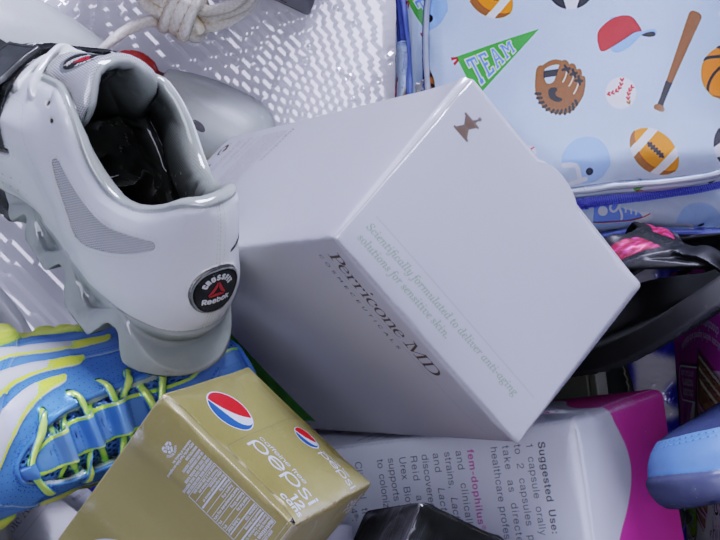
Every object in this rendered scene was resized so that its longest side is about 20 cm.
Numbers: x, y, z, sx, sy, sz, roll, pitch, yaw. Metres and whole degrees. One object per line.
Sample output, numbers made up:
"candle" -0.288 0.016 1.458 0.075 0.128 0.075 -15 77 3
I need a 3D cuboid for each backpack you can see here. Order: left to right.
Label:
"backpack" 0.094 -0.100 0.817 0.199 0.154 0.192 -5 78 1

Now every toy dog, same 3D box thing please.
"toy dog" -0.140 -0.075 0.822 0.199 0.132 0.097 8 51 6

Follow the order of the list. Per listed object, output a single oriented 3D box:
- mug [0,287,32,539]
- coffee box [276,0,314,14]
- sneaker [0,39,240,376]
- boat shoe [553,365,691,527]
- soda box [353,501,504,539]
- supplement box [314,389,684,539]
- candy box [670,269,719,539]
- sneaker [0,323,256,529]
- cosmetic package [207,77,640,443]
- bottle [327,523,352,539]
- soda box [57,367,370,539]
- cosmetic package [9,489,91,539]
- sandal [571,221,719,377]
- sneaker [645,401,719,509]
"mug" -0.205 0.073 0.741 0.176 0.147 0.200 49 56 -11
"coffee box" -0.033 -0.232 0.846 0.113 0.080 0.201 24 88 0
"sneaker" -0.108 -0.058 0.708 0.074 0.089 0.200 -24 55 -41
"boat shoe" 0.116 0.120 0.847 0.066 0.074 0.201 3 73 -26
"soda box" 0.000 0.183 0.648 0.063 0.071 0.201 26 74 -11
"supplement box" 0.024 0.112 0.785 0.199 0.101 0.104 -11 88 29
"candy box" 0.178 0.095 0.813 0.061 0.136 0.201 -4 88 -2
"sneaker" -0.100 0.045 0.701 0.105 0.200 0.076 -17 89 16
"cosmetic package" 0.000 0.000 0.742 0.108 0.200 0.085 48 68 -17
"bottle" -0.023 0.196 0.712 0.083 0.065 0.201 1 81 -10
"soda box" -0.086 0.131 0.675 0.064 0.068 0.200 42 110 13
"cosmetic package" -0.222 0.080 0.836 0.200 0.074 0.102 38 87 -1
"sandal" 0.096 0.011 0.759 0.075 0.200 0.045 -27 91 -30
"sneaker" 0.187 0.026 0.714 0.199 0.074 0.083 -26 91 -13
